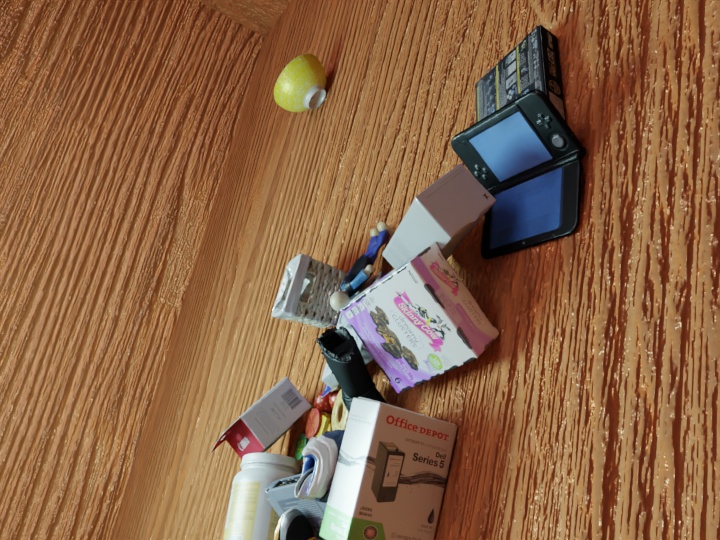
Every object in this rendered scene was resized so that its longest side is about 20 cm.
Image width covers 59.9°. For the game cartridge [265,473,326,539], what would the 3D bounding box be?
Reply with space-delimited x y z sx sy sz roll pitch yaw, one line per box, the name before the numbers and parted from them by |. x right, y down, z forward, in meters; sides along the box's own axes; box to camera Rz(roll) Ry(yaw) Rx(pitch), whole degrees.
game cartridge | -0.084 0.420 1.091 0.040 0.134 0.200 -32 -1 -40

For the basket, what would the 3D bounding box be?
basket | -0.112 0.054 1.390 0.200 0.122 0.137 157 132 -74

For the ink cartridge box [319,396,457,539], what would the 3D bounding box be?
ink cartridge box | 0.042 0.299 0.899 0.084 0.144 0.202 -10 62 60

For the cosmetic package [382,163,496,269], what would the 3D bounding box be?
cosmetic package | 0.119 -0.064 0.989 0.107 0.085 0.200 -37 -12 -26

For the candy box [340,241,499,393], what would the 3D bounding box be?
candy box | 0.084 0.078 0.959 0.071 0.169 0.200 -34 -2 -41

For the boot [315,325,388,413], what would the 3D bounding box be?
boot | 0.001 0.191 1.032 0.073 0.164 0.198 -27 32 -15

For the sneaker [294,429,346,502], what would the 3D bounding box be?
sneaker | -0.033 0.343 0.948 0.080 0.145 0.203 3 99 63

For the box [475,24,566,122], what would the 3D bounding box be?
box | 0.257 -0.276 1.028 0.161 0.049 0.202 -36 40 47

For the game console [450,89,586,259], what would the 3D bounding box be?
game console | 0.219 -0.134 0.923 0.117 0.176 0.199 -48 15 -29

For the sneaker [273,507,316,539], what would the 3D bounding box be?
sneaker | -0.083 0.498 1.044 0.077 0.078 0.202 -23 82 42

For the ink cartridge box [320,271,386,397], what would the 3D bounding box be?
ink cartridge box | -0.019 0.126 1.232 0.200 0.040 0.201 -45 21 41

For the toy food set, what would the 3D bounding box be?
toy food set | -0.060 0.314 1.211 0.199 0.048 0.200 4 75 64

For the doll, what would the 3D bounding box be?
doll | 0.000 0.000 1.267 0.201 0.048 0.136 -59 9 -25

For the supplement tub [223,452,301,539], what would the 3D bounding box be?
supplement tub | -0.189 0.477 1.231 0.145 0.144 0.202 -37 39 48

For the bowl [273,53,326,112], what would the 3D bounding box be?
bowl | -0.177 -0.595 2.057 0.108 0.199 0.201 44 118 18

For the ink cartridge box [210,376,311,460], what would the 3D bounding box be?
ink cartridge box | -0.214 0.337 1.315 0.175 0.084 0.200 -38 -9 -32
